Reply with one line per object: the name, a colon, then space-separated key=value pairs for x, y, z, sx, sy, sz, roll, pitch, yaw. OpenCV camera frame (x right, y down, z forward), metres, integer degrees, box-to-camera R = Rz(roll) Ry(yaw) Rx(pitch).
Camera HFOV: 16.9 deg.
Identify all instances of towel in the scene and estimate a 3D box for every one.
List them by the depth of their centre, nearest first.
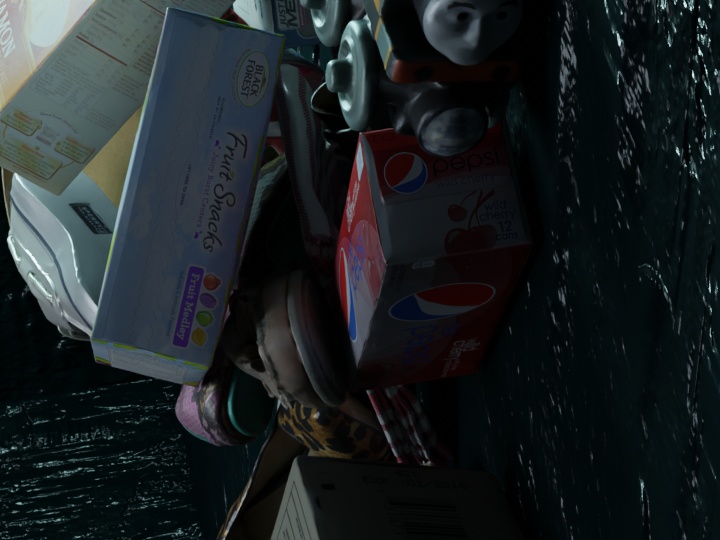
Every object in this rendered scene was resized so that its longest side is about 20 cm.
towel: x=0.000 y=0.000 z=1.314 sx=0.147 sy=0.030 sz=0.201 roll=-104 pitch=-6 yaw=-48

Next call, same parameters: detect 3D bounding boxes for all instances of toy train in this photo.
toy train: x=0.021 y=-0.144 z=1.024 sx=0.114 sy=0.084 sz=0.201 roll=104 pitch=159 yaw=-45

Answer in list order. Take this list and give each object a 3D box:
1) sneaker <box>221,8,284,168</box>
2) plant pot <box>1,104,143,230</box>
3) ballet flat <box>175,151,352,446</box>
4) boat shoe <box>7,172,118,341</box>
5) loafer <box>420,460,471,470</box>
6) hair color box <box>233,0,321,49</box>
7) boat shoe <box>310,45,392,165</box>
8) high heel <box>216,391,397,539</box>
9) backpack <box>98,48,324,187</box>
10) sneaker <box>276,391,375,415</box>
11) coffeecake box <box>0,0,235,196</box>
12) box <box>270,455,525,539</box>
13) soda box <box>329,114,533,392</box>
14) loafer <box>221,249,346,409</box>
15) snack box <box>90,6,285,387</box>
sneaker: x=-0.063 y=-0.080 z=1.488 sx=0.201 sy=0.078 sz=0.116 roll=55 pitch=179 yaw=8
plant pot: x=-0.168 y=-0.066 z=1.535 sx=0.199 sy=0.027 sz=0.202 roll=8 pitch=100 yaw=51
ballet flat: x=-0.061 y=0.003 z=1.389 sx=0.069 sy=0.071 sz=0.201 roll=35 pitch=-110 yaw=-49
boat shoe: x=-0.165 y=0.008 z=1.459 sx=0.200 sy=0.072 sz=0.066 roll=45 pitch=127 yaw=42
loafer: x=-0.004 y=0.161 z=1.296 sx=0.200 sy=0.067 sz=0.076 roll=-47 pitch=28 yaw=45
hair color box: x=-0.043 y=-0.198 z=1.487 sx=0.200 sy=0.060 sz=0.101 roll=-128 pitch=31 yaw=-75
boat shoe: x=0.004 y=-0.091 z=1.249 sx=0.201 sy=0.060 sz=0.074 roll=91 pitch=164 yaw=-52
high heel: x=-0.044 y=0.133 z=1.377 sx=0.071 sy=0.143 sz=0.200 roll=38 pitch=173 yaw=8
backpack: x=-0.094 y=-0.062 z=1.603 sx=0.153 sy=0.175 sz=0.202 roll=40 pitch=140 yaw=53
sneaker: x=-0.015 y=0.096 z=1.541 sx=0.090 sy=0.069 sz=0.201 roll=-102 pitch=10 yaw=-50
coffeecake box: x=-0.155 y=-0.171 z=1.429 sx=0.200 sy=0.073 sz=0.154 roll=-45 pitch=38 yaw=23
box: x=0.007 y=0.208 z=1.169 sx=0.128 sy=0.108 sz=0.201 roll=-112 pitch=33 yaw=-54
soda box: x=0.029 y=-0.004 z=1.119 sx=0.200 sy=0.069 sz=0.064 roll=105 pitch=155 yaw=-71
loafer: x=-0.043 y=0.036 z=1.247 sx=0.200 sy=0.062 sz=0.072 roll=-79 pitch=-29 yaw=-80
snack box: x=-0.091 y=-0.031 z=1.259 sx=0.200 sy=0.067 sz=0.170 roll=129 pitch=154 yaw=-84
